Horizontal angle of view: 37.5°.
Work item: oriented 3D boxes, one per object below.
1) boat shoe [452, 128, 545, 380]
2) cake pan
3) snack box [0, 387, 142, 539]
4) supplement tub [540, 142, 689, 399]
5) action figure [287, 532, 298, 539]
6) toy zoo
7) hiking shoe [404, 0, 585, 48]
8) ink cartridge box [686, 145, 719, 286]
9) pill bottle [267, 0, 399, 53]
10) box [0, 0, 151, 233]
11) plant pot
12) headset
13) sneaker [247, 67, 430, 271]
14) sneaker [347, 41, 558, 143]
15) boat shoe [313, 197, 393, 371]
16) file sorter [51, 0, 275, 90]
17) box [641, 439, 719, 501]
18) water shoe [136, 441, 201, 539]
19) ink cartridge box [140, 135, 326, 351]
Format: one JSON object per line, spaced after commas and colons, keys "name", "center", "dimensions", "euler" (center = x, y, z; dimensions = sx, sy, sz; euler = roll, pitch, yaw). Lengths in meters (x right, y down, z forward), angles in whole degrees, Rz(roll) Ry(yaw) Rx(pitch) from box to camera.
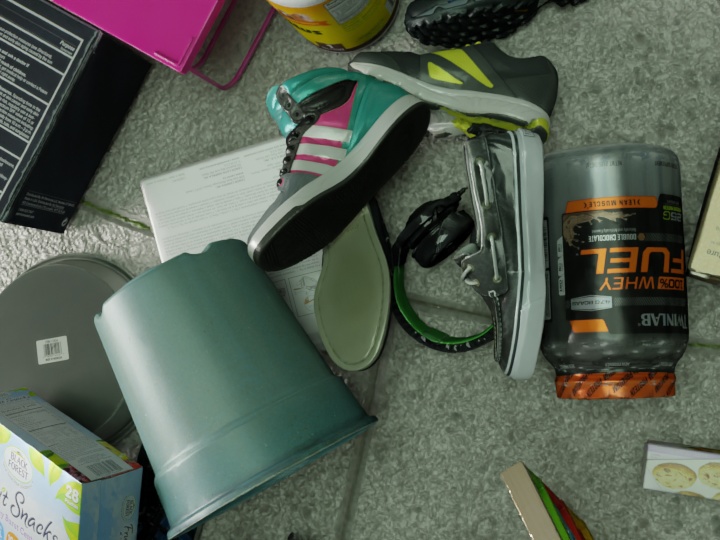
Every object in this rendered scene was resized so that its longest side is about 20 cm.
{"name": "boat shoe", "center": [0.109, -0.012, 0.852], "dimensions": [0.070, 0.072, 0.202], "euler": [-2, 96, -1]}
{"name": "cake pan", "center": [-0.291, 0.081, 1.041], "dimensions": [0.199, 0.037, 0.202], "euler": [-1, 85, 15]}
{"name": "snack box", "center": [-0.281, 0.219, 0.947], "dimensions": [0.199, 0.067, 0.170], "euler": [21, 109, 39]}
{"name": "supplement tub", "center": [0.205, 0.004, 0.875], "dimensions": [0.122, 0.122, 0.202], "euler": [-3, 85, 14]}
{"name": "action figure", "center": [-0.118, 0.309, 0.945], "dimensions": [0.200, 0.105, 0.194], "euler": [42, 91, -11]}
{"name": "toy zoo", "center": [0.177, 0.239, 0.831], "dimensions": [0.020, 0.200, 0.132], "euler": [-32, 52, 10]}
{"name": "hiking shoe", "center": [0.129, -0.265, 0.951], "dimensions": [0.199, 0.074, 0.087], "euler": [-19, 73, 2]}
{"name": "ink cartridge box", "center": [0.382, -0.047, 0.857], "dimensions": [0.199, 0.075, 0.166], "euler": [17, 91, 14]}
{"name": "pill bottle", "center": [-0.036, -0.266, 0.920], "dimensions": [0.108, 0.200, 0.110], "euler": [-1, 84, 14]}
{"name": "box", "center": [-0.345, -0.171, 1.032], "dimensions": [0.199, 0.123, 0.199], "euler": [30, 94, 13]}
{"name": "plant pot", "center": [-0.119, 0.093, 0.905], "dimensions": [0.200, 0.200, 0.197], "euler": [-32, 81, 10]}
{"name": "headset", "center": [0.088, -0.024, 0.919], "dimensions": [0.123, 0.094, 0.201], "euler": [23, 104, 21]}
{"name": "sneaker", "center": [-0.048, -0.101, 0.911], "dimensions": [0.121, 0.084, 0.200], "euler": [39, 75, 27]}
{"name": "sneaker", "center": [0.085, -0.167, 0.957], "dimensions": [0.199, 0.075, 0.085], "euler": [19, 67, 19]}
{"name": "boat shoe", "center": [-0.002, 0.001, 0.937], "dimensions": [0.074, 0.066, 0.200], "euler": [-23, 60, 17]}
{"name": "file sorter", "center": [-0.189, -0.276, 1.000], "dimensions": [0.199, 0.125, 0.140], "euler": [30, 94, 16]}
{"name": "box", "center": [0.332, 0.173, 0.869], "dimensions": [0.199, 0.039, 0.042], "euler": [7, 88, 15]}
{"name": "water shoe", "center": [-0.189, 0.246, 0.978], "dimensions": [0.071, 0.079, 0.202], "euler": [1, 85, 14]}
{"name": "ink cartridge box", "center": [-0.106, -0.012, 1.005], "dimensions": [0.160, 0.050, 0.201], "euler": [-14, 95, 13]}
